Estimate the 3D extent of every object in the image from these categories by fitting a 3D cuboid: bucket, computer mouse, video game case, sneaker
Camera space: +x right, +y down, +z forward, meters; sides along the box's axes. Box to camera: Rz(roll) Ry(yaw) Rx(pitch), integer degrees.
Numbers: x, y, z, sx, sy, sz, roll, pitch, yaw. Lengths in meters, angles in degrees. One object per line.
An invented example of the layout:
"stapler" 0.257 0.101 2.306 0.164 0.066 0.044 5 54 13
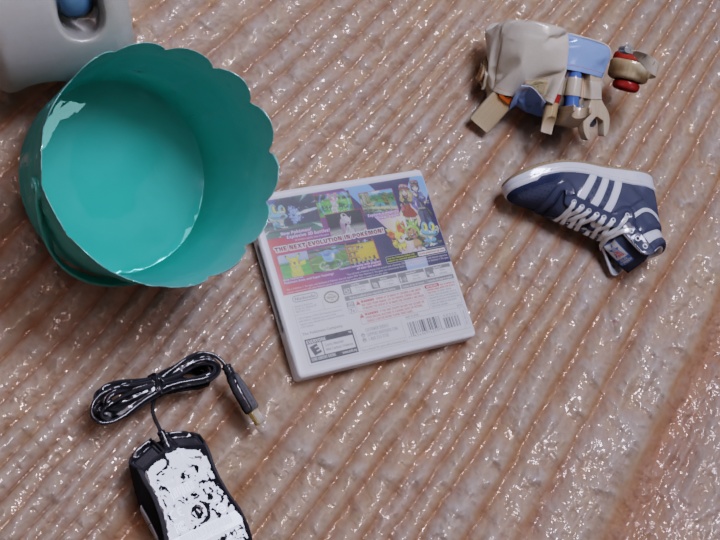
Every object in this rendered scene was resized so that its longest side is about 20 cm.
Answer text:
"bucket" -0.185 -0.082 0.910 0.205 0.134 0.210 0 89 -30
"computer mouse" -0.134 0.170 0.920 0.140 0.046 0.201 -25 77 -35
"video game case" 0.000 0.000 1.057 0.198 0.023 0.184 -11 75 -27
"sneaker" 0.248 -0.055 1.164 0.198 0.070 0.110 1 68 -27

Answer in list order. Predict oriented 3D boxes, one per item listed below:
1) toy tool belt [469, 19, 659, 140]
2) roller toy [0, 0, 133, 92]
"toy tool belt" 0.222 -0.197 1.197 0.198 0.125 0.124 11 97 -17
"roller toy" -0.271 -0.254 0.932 0.138 0.200 0.184 -15 73 -15
